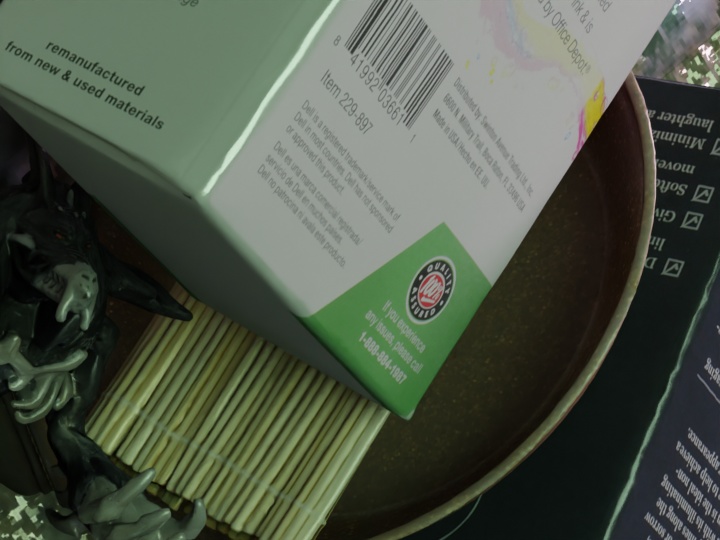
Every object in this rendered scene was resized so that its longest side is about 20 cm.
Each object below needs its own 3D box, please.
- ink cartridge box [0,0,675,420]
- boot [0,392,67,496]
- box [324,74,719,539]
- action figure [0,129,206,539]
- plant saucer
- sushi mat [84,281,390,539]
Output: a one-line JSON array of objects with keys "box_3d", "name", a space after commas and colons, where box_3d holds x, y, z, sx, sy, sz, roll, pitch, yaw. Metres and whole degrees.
[{"box_3d": [0.012, -0.085, 0.677, 0.200, 0.087, 0.145, -55, 148, -9], "name": "ink cartridge box"}, {"box_3d": [-0.163, 0.003, 0.760, 0.097, 0.075, 0.200, -29, 116, -3], "name": "boot"}, {"box_3d": [0.050, 0.045, 0.807, 0.107, 0.148, 0.200, 46, 63, -50], "name": "box"}, {"box_3d": [-0.101, 0.052, 0.695, 0.119, 0.102, 0.200, 19, 94, -39], "name": "action figure"}, {"box_3d": [0.000, 0.000, 0.770, 0.037, 0.200, 0.201, 45, 63, -51], "name": "plant saucer"}, {"box_3d": [-0.001, -0.016, 0.749, 0.200, 0.096, 0.012, -58, 142, -11], "name": "sushi mat"}]
